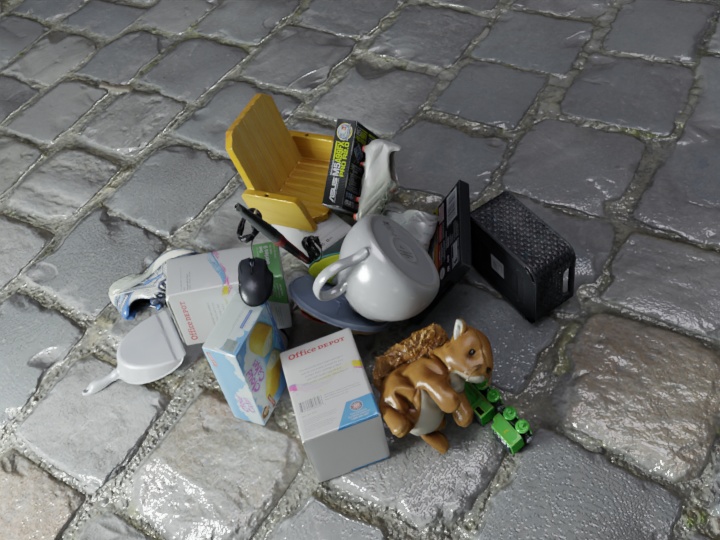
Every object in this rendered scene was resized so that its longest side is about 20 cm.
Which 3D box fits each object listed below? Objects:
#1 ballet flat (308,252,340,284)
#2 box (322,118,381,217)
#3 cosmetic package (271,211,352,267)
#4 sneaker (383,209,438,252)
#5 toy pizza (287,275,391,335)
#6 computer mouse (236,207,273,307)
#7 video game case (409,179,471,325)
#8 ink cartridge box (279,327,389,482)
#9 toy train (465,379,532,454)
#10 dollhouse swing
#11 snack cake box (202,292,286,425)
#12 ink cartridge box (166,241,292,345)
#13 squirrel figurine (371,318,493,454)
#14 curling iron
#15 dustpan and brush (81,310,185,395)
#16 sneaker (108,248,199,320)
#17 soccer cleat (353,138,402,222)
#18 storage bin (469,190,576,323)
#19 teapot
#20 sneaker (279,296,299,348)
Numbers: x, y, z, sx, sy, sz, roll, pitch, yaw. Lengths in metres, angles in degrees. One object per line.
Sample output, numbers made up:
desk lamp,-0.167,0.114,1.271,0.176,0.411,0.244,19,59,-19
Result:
ballet flat,0.000,0.000,1.426,0.196,0.067,0.068,-9,60,-31
box,-0.005,-0.189,1.496,0.043,0.199,0.165,10,90,21
cosmetic package,-0.095,-0.072,1.514,0.084,0.109,0.199,-34,51,-19
sneaker,0.078,-0.070,1.459,0.069,0.083,0.199,12,-2,-22
toy pizza,-0.039,0.066,1.370,0.195,0.032,0.201,19,18,-6
computer mouse,-0.176,-0.029,1.258,0.057,0.034,0.204,-8,53,-3
video game case,0.143,-0.033,1.387,0.025,0.181,0.204,20,47,-17
ink cartridge box,-0.044,0.206,1.243,0.125,0.127,0.203,-18,46,-3
toy train,0.199,0.212,1.240,0.056,0.042,0.200,-38,50,-6
dollhouse swing,-0.132,-0.219,1.463,0.177,0.179,0.202,11,48,21
snack cake box,-0.182,0.150,1.275,0.065,0.203,0.117,11,52,20
ink cartridge box,-0.224,0.040,1.322,0.194,0.147,0.089,-11,52,-5
squirrel figurine,0.115,0.151,1.206,0.188,0.140,0.201,-51,38,11
curling iron,-0.136,-0.064,1.283,0.025,0.198,0.051,5,72,47
dustpan and brush,-0.427,0.171,1.424,0.196,0.058,0.140,-23,46,-17
sneaker,-0.397,0.034,1.526,0.197,0.078,0.086,-31,58,-4
soccer cleat,0.033,-0.141,1.440,0.075,0.206,0.069,9,12,13
storage bin,0.279,-0.026,1.361,0.092,0.137,0.200,-30,49,-15
teapot,0.028,0.015,1.302,0.146,0.199,0.199,-44,15,23
sneaker,-0.208,0.077,1.434,0.195,0.076,0.116,13,52,17
